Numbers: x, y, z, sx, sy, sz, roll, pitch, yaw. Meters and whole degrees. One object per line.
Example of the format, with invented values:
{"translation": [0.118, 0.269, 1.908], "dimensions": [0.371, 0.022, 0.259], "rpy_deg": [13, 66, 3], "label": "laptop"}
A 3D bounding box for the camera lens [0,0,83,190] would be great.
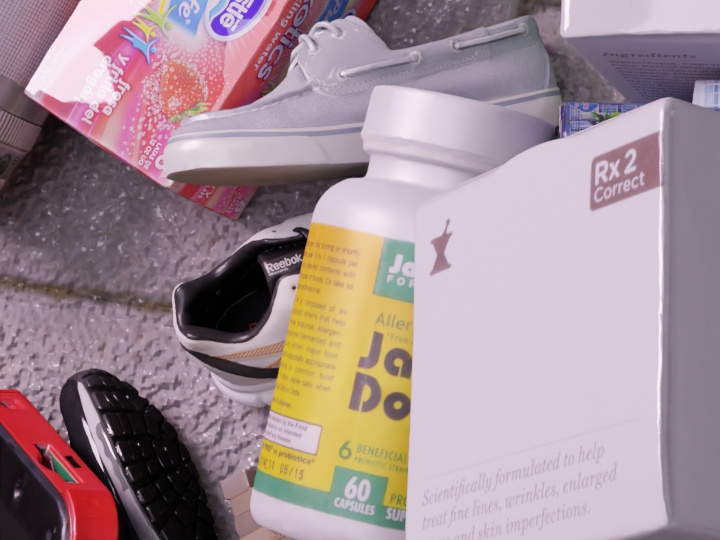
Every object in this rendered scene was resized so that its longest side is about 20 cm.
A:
{"translation": [-0.210, -0.143, 1.264], "dimensions": [0.160, 0.160, 0.200], "rpy_deg": [29, 92, 20], "label": "camera lens"}

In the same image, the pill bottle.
{"translation": [0.025, 0.025, 1.123], "dimensions": [0.113, 0.113, 0.200], "rpy_deg": [13, 90, 19], "label": "pill bottle"}

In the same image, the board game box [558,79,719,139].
{"translation": [0.187, -0.045, 1.125], "dimensions": [0.200, 0.200, 0.062], "rpy_deg": [0, 80, 4], "label": "board game box"}

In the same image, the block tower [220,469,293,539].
{"translation": [-0.005, 0.182, 1.187], "dimensions": [0.058, 0.054, 0.200], "rpy_deg": [-31, 67, 33], "label": "block tower"}

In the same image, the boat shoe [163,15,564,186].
{"translation": [-0.001, -0.083, 1.196], "dimensions": [0.201, 0.070, 0.072], "rpy_deg": [-10, 87, -22], "label": "boat shoe"}

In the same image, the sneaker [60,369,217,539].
{"translation": [-0.114, 0.148, 1.229], "dimensions": [0.087, 0.076, 0.200], "rpy_deg": [-32, 74, 17], "label": "sneaker"}

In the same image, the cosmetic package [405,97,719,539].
{"translation": [0.143, 0.048, 1.009], "dimensions": [0.165, 0.200, 0.165], "rpy_deg": [-24, 60, 53], "label": "cosmetic package"}

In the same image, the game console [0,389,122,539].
{"translation": [-0.174, 0.160, 1.206], "dimensions": [0.200, 0.031, 0.177], "rpy_deg": [35, 110, 61], "label": "game console"}

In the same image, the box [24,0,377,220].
{"translation": [-0.059, -0.137, 1.246], "dimensions": [0.095, 0.103, 0.200], "rpy_deg": [33, 92, 18], "label": "box"}

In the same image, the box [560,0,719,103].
{"translation": [0.205, -0.177, 1.128], "dimensions": [0.200, 0.171, 0.199], "rpy_deg": [1, 82, 18], "label": "box"}

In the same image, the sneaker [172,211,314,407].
{"translation": [0.000, 0.000, 1.206], "dimensions": [0.200, 0.080, 0.074], "rpy_deg": [-31, 58, 14], "label": "sneaker"}
